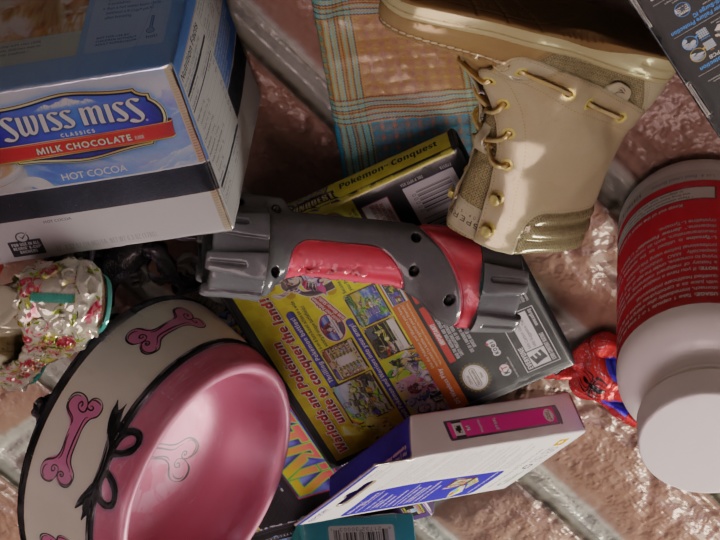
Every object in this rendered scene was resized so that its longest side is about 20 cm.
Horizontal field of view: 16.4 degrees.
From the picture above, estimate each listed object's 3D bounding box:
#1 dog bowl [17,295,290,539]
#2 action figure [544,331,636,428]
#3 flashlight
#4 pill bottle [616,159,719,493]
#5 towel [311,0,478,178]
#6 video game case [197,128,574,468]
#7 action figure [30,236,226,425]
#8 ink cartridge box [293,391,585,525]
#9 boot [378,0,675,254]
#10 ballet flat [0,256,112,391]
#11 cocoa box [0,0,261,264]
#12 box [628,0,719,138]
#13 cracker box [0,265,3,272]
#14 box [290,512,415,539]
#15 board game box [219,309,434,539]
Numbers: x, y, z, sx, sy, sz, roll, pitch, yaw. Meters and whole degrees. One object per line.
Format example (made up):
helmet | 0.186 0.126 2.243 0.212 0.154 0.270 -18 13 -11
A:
dog bowl | -0.121 0.121 1.565 0.074 0.200 0.201 24 140 30
action figure | 0.210 0.085 1.680 0.199 0.052 0.066 17 136 -6
flashlight | 0.000 0.000 1.524 0.199 0.068 0.068 4 122 -13
pill bottle | 0.212 0.035 1.527 0.111 0.201 0.113 3 133 4
towel | 0.050 -0.117 1.528 0.146 0.022 0.201 -4 132 9
video game case | 0.019 0.022 1.602 0.180 0.026 0.200 -24 127 9
action figure | -0.156 0.017 1.621 0.118 0.102 0.201 15 100 19
ink cartridge box | 0.051 0.125 1.660 0.199 0.037 0.095 -8 157 -43
boot | 0.077 -0.090 1.471 0.199 0.073 0.156 9 120 -31
ballet flat | -0.211 0.029 1.534 0.064 0.076 0.200 4 163 -24
cocoa box | -0.177 -0.101 1.492 0.199 0.134 0.132 -7 132 13
box | 0.252 -0.181 1.403 0.199 0.046 0.159 -31 123 13
cracker box | -0.289 0.017 1.566 0.057 0.201 0.134 -11 131 14
box | -0.018 0.234 1.787 0.082 0.049 0.200 -1 152 -12
board game box | -0.063 0.110 1.725 0.164 0.057 0.200 -17 128 22
